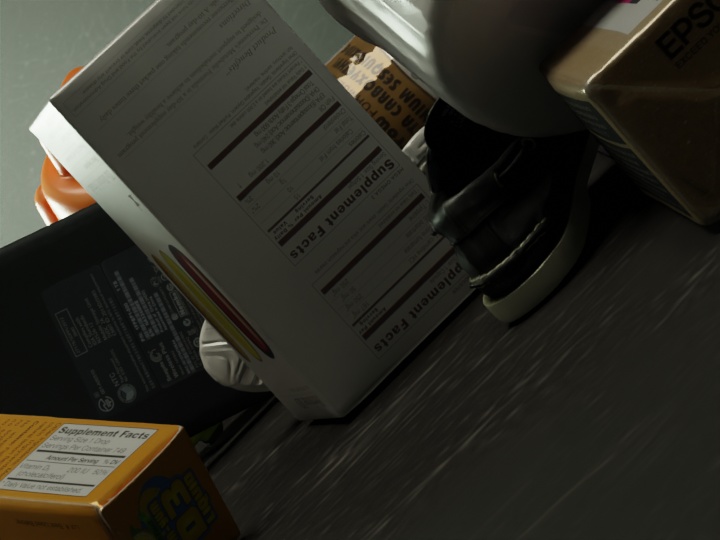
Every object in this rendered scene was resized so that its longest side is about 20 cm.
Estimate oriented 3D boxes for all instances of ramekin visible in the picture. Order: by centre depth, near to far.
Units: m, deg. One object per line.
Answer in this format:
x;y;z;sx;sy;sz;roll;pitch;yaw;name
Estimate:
0.081;-0.151;1.165;0.200;0.098;0.201;-22;-42;-22;ramekin

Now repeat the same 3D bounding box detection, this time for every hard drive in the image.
-0.159;0.047;1.557;0.200;0.140;0.033;-26;1;-17;hard drive

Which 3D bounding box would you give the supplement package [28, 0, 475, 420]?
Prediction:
-0.048;-0.037;1.351;0.110;0.200;0.114;-43;5;-11;supplement package

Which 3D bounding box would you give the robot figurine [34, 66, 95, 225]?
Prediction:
-0.117;-0.036;1.726;0.144;0.200;0.117;-32;35;-1;robot figurine

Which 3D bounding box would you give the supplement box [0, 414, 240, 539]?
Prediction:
-0.149;0.111;1.312;0.200;0.067;0.069;3;36;48;supplement box

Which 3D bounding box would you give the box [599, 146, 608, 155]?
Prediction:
0.116;-0.088;1.411;0.041;0.039;0.200;-43;6;3;box

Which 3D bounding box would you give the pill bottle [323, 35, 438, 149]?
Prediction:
0.016;-0.077;1.647;0.200;0.114;0.114;-44;6;-7;pill bottle

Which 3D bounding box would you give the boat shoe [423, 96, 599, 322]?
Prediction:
0.058;-0.050;1.236;0.074;0.066;0.200;-41;17;26;boat shoe

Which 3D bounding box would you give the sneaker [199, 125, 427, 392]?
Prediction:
0.000;0.000;1.474;0.200;0.078;0.099;-36;-3;-13;sneaker

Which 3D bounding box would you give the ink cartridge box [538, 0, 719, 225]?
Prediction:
0.167;-0.114;1.065;0.200;0.075;0.165;-44;7;2;ink cartridge box

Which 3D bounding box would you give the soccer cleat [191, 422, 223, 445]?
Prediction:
-0.145;0.098;1.640;0.200;0.084;0.065;-42;5;15;soccer cleat
